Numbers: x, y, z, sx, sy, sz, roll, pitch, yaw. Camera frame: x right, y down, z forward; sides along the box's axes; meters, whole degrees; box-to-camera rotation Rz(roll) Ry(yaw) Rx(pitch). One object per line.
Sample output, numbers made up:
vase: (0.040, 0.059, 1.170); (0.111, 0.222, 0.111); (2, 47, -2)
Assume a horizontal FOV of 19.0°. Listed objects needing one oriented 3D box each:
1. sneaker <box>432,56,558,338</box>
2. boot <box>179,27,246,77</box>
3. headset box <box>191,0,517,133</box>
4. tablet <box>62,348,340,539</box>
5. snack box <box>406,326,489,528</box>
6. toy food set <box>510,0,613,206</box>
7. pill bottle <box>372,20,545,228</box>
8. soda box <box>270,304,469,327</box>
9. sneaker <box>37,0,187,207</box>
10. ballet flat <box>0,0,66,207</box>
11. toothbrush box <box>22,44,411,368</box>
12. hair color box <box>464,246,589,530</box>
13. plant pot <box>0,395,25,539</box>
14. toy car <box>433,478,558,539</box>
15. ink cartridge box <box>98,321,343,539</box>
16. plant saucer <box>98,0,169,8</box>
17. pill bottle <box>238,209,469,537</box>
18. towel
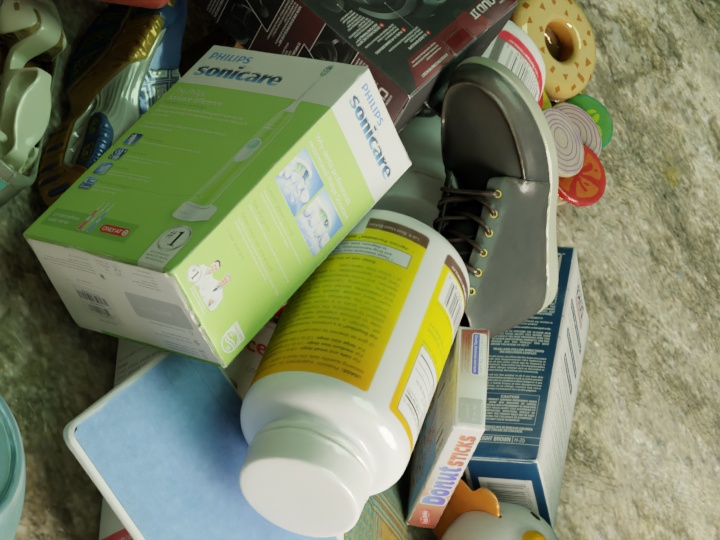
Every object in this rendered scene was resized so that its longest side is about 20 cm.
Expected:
sneaker: (0.080, -0.038, 1.464); (0.106, 0.075, 0.201); (-37, 125, -42)
boot: (-0.061, -0.127, 1.581); (0.155, 0.077, 0.200); (46, 37, -27)
headset box: (0.001, -0.185, 1.510); (0.200, 0.077, 0.149); (42, 49, 4)
tablet: (-0.087, 0.149, 1.327); (0.200, 0.014, 0.130); (55, 46, -4)
snack box: (0.058, 0.111, 1.475); (0.024, 0.200, 0.072); (6, 64, -6)
toy food set: (0.142, -0.145, 1.813); (0.200, 0.049, 0.199); (-4, 76, -48)
pill bottle: (0.062, -0.093, 1.595); (0.111, 0.111, 0.200); (45, 44, -23)
soda box: (-0.006, 0.025, 1.498); (0.200, 0.068, 0.064); (33, 53, -29)
sneaker: (-0.154, -0.105, 1.469); (0.088, 0.075, 0.200); (41, 55, -37)
ballet flat: (-0.219, -0.131, 1.407); (0.067, 0.064, 0.200); (30, 52, -35)
toothbrush box: (-0.089, -0.046, 1.369); (0.200, 0.145, 0.086); (-50, 131, -28)
hair color box: (0.129, 0.088, 1.649); (0.100, 0.060, 0.200); (74, 25, -50)
plant pot: (-0.264, 0.113, 1.191); (0.200, 0.135, 0.201); (23, 56, -38)
toy car: (0.125, 0.227, 1.543); (0.184, 0.177, 0.200); (-35, 86, -37)
ink cartridge box: (-0.086, 0.132, 1.404); (0.145, 0.085, 0.201); (22, 55, -33)
plant saucer: (-0.174, -0.242, 1.443); (0.200, 0.199, 0.037); (-62, 153, -42)
pill bottle: (-0.007, 0.065, 1.351); (0.109, 0.109, 0.200); (44, 47, -24)
towel: (0.005, 0.182, 1.485); (0.147, 0.022, 0.201); (60, 30, -57)
